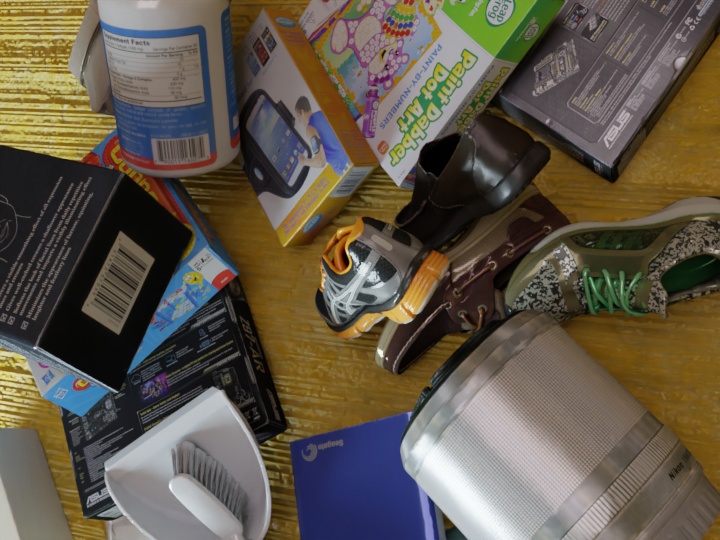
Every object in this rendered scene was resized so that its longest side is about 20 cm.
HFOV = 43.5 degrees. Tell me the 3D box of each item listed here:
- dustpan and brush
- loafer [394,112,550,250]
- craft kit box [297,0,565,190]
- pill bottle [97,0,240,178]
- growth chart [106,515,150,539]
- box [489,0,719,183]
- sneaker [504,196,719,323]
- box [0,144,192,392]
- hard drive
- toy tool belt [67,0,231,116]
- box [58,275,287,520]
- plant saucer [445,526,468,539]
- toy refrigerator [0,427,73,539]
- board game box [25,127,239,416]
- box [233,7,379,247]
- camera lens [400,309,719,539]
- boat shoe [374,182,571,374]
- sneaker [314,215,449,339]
[{"bbox_3d":[-0.110,0.214,0.763,0.138,0.058,0.201,-34,113,13],"label":"dustpan and brush"},{"bbox_3d":[0.075,-0.075,0.716,0.072,0.200,0.073,47,63,-4],"label":"loafer"},{"bbox_3d":[0.045,-0.211,0.783,0.198,0.048,0.201,49,116,25],"label":"craft kit box"},{"bbox_3d":[-0.164,-0.193,0.772,0.110,0.112,0.204,12,121,20],"label":"pill bottle"},{"bbox_3d":[-0.180,0.231,0.831,0.141,0.018,0.205,-7,78,17],"label":"growth chart"},{"bbox_3d":[0.206,-0.202,0.762,0.157,0.048,0.202,36,93,23],"label":"box"},{"bbox_3d":[0.204,0.005,0.687,0.196,0.089,0.078,-20,115,13],"label":"sneaker"},{"bbox_3d":[-0.267,-0.008,0.755,0.196,0.107,0.151,14,72,30],"label":"box"},{"bbox_3d":[0.010,0.230,0.740,0.130,0.025,0.205,-18,70,27],"label":"hard drive"},{"bbox_3d":[-0.210,-0.254,0.872,0.202,0.123,0.124,-57,47,24],"label":"toy tool belt"},{"bbox_3d":[-0.181,0.112,0.827,0.197,0.043,0.163,-29,65,10],"label":"box"},{"bbox_3d":[0.108,0.303,0.713,0.195,0.027,0.205,-4,78,18],"label":"plant saucer"},{"bbox_3d":[-0.322,0.255,0.844,0.069,0.076,0.203,-30,72,11],"label":"toy refrigerator"},{"bbox_3d":[-0.238,-0.009,0.840,0.195,0.056,0.201,-42,55,2],"label":"board game box"},{"bbox_3d":[-0.072,-0.139,0.825,0.119,0.041,0.202,-45,68,38],"label":"box"},{"bbox_3d":[0.138,0.143,0.658,0.160,0.160,0.200,-47,71,5],"label":"camera lens"},{"bbox_3d":[0.095,0.019,0.749,0.200,0.072,0.072,-46,68,-1],"label":"boat shoe"},{"bbox_3d":[0.000,0.000,0.729,0.077,0.199,0.079,36,68,-12],"label":"sneaker"}]
